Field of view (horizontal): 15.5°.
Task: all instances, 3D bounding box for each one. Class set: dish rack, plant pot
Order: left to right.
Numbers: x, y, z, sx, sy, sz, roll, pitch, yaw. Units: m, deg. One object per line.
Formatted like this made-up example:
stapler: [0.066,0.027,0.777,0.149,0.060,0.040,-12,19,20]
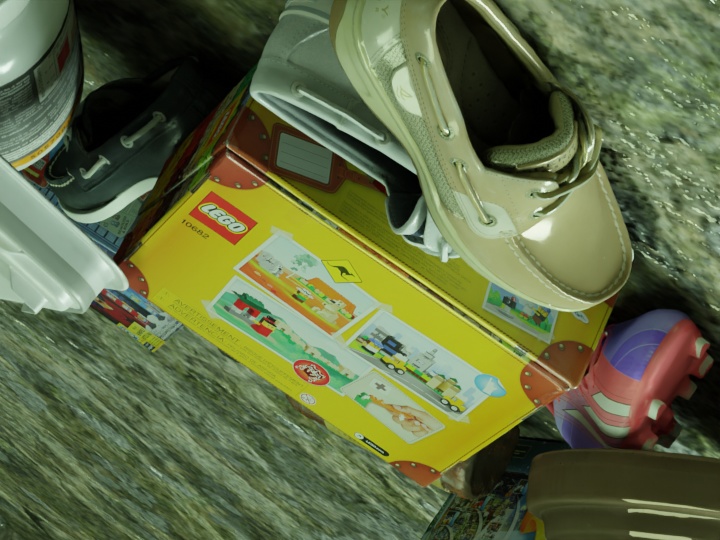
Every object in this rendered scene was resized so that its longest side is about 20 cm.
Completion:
dish rack: [-0.213,-0.036,1.304,0.172,0.044,0.200,45,163,-22]
plant pot: [0.175,0.152,1.303,0.199,0.093,0.201,10,168,2]

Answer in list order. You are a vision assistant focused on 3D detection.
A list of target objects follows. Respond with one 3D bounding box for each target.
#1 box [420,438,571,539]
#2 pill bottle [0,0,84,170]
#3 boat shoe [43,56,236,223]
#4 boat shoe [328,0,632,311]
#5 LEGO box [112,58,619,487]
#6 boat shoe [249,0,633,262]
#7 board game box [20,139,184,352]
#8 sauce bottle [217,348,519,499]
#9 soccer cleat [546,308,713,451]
box: [0.097,0.167,1.557,0.038,0.137,0.200,41,164,-19]
pill bottle: [-0.196,-0.127,1.304,0.116,0.117,0.200,32,164,6]
boat shoe: [-0.121,-0.075,1.401,0.060,0.076,0.200,41,151,-23]
boat shoe: [0.064,-0.050,1.097,0.065,0.072,0.200,17,152,49]
LEGO box: [0.000,0.000,1.269,0.199,0.077,0.149,35,145,-11]
boat shoe: [0.035,-0.043,1.171,0.200,0.069,0.072,41,163,-26]
board game box: [-0.177,-0.042,1.627,0.199,0.062,0.200,36,165,-6]
sauce bottle: [0.000,0.071,1.603,0.199,0.066,0.066,26,163,26]
soccer cleat: [0.124,0.056,1.311,0.076,0.067,0.200,35,168,12]
